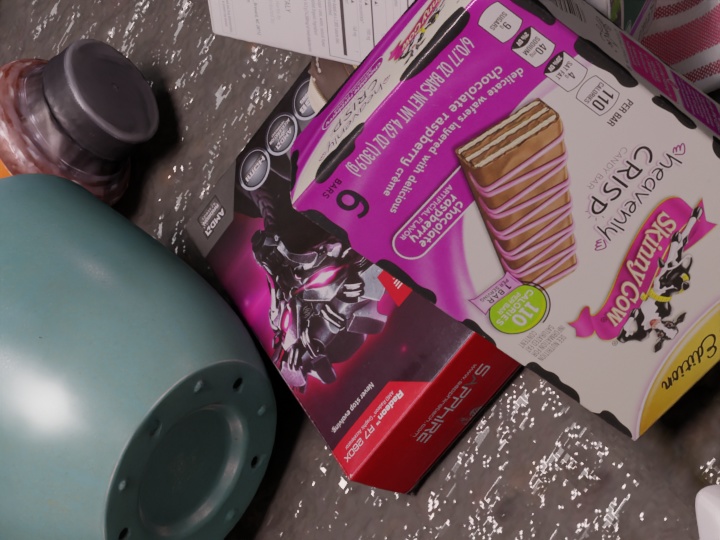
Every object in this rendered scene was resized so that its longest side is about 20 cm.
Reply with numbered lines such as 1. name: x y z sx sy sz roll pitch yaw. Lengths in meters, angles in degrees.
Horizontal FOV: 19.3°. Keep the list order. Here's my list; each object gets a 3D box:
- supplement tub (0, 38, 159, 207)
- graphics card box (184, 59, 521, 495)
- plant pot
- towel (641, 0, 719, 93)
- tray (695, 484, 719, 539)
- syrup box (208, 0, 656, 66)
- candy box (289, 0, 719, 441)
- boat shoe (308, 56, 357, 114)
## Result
1. supplement tub: -0.209 -0.054 1.251 0.200 0.107 0.107 -36 57 30
2. graphics card box: 0.000 0.000 1.087 0.126 0.051 0.200 -51 50 20
3. plant pot: -0.141 0.071 1.105 0.161 0.200 0.201 27 97 32
4. towel: 0.120 -0.171 1.039 0.146 0.030 0.201 -14 70 40
5. tray: 0.199 0.176 0.837 0.107 0.022 0.200 -5 71 -1
6. syrup box: 0.032 -0.141 0.976 0.200 0.082 0.079 14 47 19
7. candy box: 0.087 -0.033 0.916 0.136 0.200 0.061 -48 22 23
8. boat shoe: 0.048 -0.063 1.026 0.200 0.072 0.060 45 143 31
